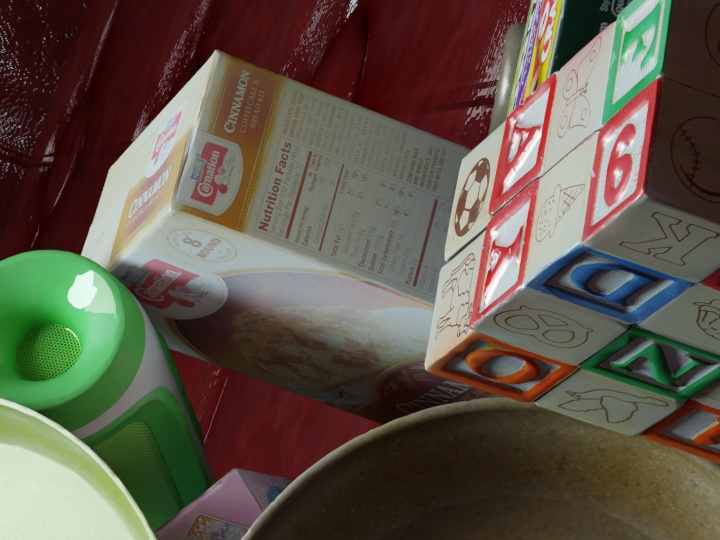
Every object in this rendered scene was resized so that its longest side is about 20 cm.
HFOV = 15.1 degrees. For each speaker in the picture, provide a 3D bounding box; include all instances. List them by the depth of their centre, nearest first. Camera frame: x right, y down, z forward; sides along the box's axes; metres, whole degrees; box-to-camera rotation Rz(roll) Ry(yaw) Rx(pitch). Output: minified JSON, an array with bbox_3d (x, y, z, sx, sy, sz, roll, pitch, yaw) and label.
[{"bbox_3d":[-0.111,0.074,1.132,0.200,0.088,0.088,75,-156,-58],"label":"speaker"}]

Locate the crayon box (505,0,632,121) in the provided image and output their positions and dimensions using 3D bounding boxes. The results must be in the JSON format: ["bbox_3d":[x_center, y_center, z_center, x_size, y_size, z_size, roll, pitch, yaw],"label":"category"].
[{"bbox_3d":[0.081,-0.070,0.869,0.173,0.058,0.200,114,168,-83],"label":"crayon box"}]

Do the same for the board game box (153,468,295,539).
[{"bbox_3d":[-0.085,0.163,1.147,0.199,0.043,0.200,-39,-17,9],"label":"board game box"}]

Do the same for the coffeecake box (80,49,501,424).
[{"bbox_3d":[0.000,0.000,1.112,0.154,0.200,0.073,143,145,-64],"label":"coffeecake box"}]

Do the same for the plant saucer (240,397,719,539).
[{"bbox_3d":[0.047,0.139,0.806,0.035,0.200,0.200,79,-152,-78],"label":"plant saucer"}]

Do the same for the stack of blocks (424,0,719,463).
[{"bbox_3d":[0.131,0.009,0.636,0.115,0.200,0.059,136,148,-60],"label":"stack of blocks"}]

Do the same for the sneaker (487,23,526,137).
[{"bbox_3d":[0.094,-0.051,1.132,0.200,0.076,0.070,52,-130,-82],"label":"sneaker"}]

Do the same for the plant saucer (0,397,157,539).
[{"bbox_3d":[-0.147,0.145,1.034,0.031,0.200,0.200,3,-68,-65],"label":"plant saucer"}]
